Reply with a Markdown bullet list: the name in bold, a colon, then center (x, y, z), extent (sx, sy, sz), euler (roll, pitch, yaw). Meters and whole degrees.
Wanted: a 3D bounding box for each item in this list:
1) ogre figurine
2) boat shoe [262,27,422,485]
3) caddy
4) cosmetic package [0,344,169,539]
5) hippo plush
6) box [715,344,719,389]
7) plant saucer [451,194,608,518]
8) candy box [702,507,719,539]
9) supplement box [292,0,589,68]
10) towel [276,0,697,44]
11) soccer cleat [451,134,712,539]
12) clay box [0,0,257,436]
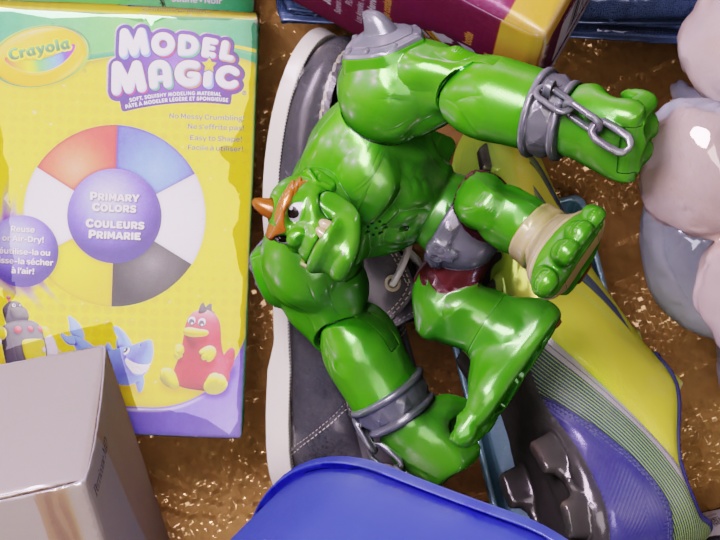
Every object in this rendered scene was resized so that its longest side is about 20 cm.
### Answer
- **ogre figurine**: center (0.025, -0.013, 1.144), extent (0.120, 0.200, 0.098), euler (35, 60, 10)
- **boat shoe**: center (0.000, 0.000, 1.234), extent (0.067, 0.072, 0.201), euler (5, 105, 25)
- **caddy**: center (0.026, 0.154, 1.179), extent (0.199, 0.105, 0.142), euler (19, 126, 29)
- **cosmetic package**: center (-0.111, 0.143, 1.206), extent (0.071, 0.105, 0.201), euler (-11, 121, 7)
- **hippo plush**: center (0.164, -0.052, 1.187), extent (0.159, 0.161, 0.201), euler (32, 77, -18)
- **box**: center (0.250, 0.028, 1.268), extent (0.199, 0.041, 0.039), euler (-6, 98, -2)
- **plant saucer**: center (0.082, 0.071, 1.244), extent (0.070, 0.019, 0.201), euler (-13, 75, 0)
- **candy box**: center (0.126, 0.180, 1.273), extent (0.199, 0.061, 0.137), euler (-14, 97, 0)
- **supplement box**: center (0.009, -0.168, 1.151), extent (0.200, 0.103, 0.131), euler (29, 75, 5)
- **towel**: center (0.066, -0.151, 1.228), extent (0.199, 0.049, 0.112), euler (2, 78, -1)
- **soccer cleat**: center (0.086, 0.031, 1.224), extent (0.083, 0.065, 0.201), euler (-5, 67, -28)
- **clay box**: center (-0.101, -0.035, 1.237), extent (0.114, 0.048, 0.201), euler (2, 99, -2)
